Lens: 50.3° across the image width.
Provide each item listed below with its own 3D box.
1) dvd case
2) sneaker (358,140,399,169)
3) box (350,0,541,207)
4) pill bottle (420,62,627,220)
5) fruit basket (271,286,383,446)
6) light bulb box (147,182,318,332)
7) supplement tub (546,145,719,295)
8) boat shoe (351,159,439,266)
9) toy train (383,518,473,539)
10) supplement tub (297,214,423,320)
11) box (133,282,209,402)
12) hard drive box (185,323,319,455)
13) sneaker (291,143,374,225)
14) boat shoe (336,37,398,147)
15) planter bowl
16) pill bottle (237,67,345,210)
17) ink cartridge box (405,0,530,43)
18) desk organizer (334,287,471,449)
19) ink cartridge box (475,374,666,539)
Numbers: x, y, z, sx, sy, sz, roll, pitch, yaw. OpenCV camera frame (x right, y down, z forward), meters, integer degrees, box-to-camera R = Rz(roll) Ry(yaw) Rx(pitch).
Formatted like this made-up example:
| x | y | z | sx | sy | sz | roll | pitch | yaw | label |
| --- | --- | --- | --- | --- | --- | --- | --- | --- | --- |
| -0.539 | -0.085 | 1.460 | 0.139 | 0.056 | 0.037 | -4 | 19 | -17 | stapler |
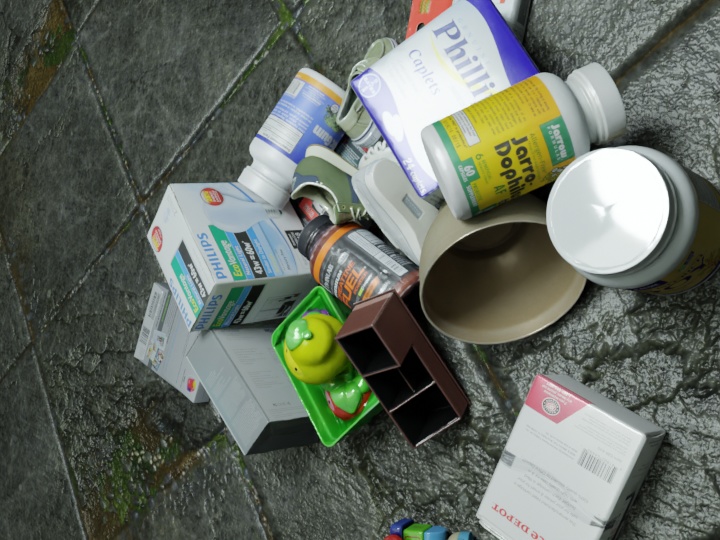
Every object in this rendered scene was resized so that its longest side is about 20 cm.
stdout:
| x | y | z | sx | sy | sz | roll | pitch | yaw | label |
| --- | --- | --- | --- | --- | --- | --- | --- | --- | --- |
| -0.023 | -0.105 | 1.194 | 0.146 | 0.022 | 0.200 | 49 | 116 | 31 | dvd case |
| 0.084 | -0.150 | 1.065 | 0.199 | 0.075 | 0.082 | -14 | 77 | 32 | sneaker |
| 0.122 | -0.211 | 0.960 | 0.199 | 0.105 | 0.185 | -34 | 77 | 15 | box |
| 0.174 | -0.142 | 0.824 | 0.199 | 0.113 | 0.113 | -24 | 69 | 5 | pill bottle |
| -0.054 | 0.128 | 1.084 | 0.156 | 0.215 | 0.216 | -46 | 60 | 26 | fruit basket |
| -0.195 | -0.028 | 1.200 | 0.199 | 0.199 | 0.125 | 59 | 135 | 26 | light bulb box |
| 0.296 | -0.050 | 0.811 | 0.145 | 0.199 | 0.146 | -4 | 84 | 39 | supplement tub |
| 0.060 | -0.061 | 1.038 | 0.068 | 0.200 | 0.072 | -7 | 44 | 55 | boat shoe |
| 0.096 | 0.440 | 1.016 | 0.115 | 0.085 | 0.201 | -4 | 83 | 26 | toy train |
| 0.000 | 0.000 | 1.098 | 0.200 | 0.107 | 0.107 | 37 | 109 | 28 | supplement tub |
| -0.332 | 0.129 | 1.413 | 0.199 | 0.041 | 0.157 | 25 | 102 | 39 | box |
| -0.152 | 0.176 | 1.188 | 0.077 | 0.155 | 0.200 | -54 | 56 | 23 | hard drive box |
| -0.008 | -0.093 | 1.084 | 0.199 | 0.067 | 0.090 | 29 | 64 | 0 | sneaker |
| 0.015 | -0.271 | 1.107 | 0.072 | 0.062 | 0.201 | -20 | 47 | 40 | boat shoe |
| 0.163 | -0.025 | 0.944 | 0.200 | 0.200 | 0.135 | -42 | 34 | 28 | planter bowl |
| -0.099 | -0.197 | 1.175 | 0.112 | 0.112 | 0.201 | 34 | 91 | 36 | pill bottle |
| 0.131 | -0.325 | 1.070 | 0.199 | 0.050 | 0.163 | 13 | 94 | 36 | ink cartridge box |
| 0.057 | 0.132 | 1.003 | 0.071 | 0.077 | 0.200 | -22 | 111 | 36 | desk organizer |
| 0.244 | 0.243 | 0.903 | 0.145 | 0.085 | 0.201 | 29 | 103 | 37 | ink cartridge box |
